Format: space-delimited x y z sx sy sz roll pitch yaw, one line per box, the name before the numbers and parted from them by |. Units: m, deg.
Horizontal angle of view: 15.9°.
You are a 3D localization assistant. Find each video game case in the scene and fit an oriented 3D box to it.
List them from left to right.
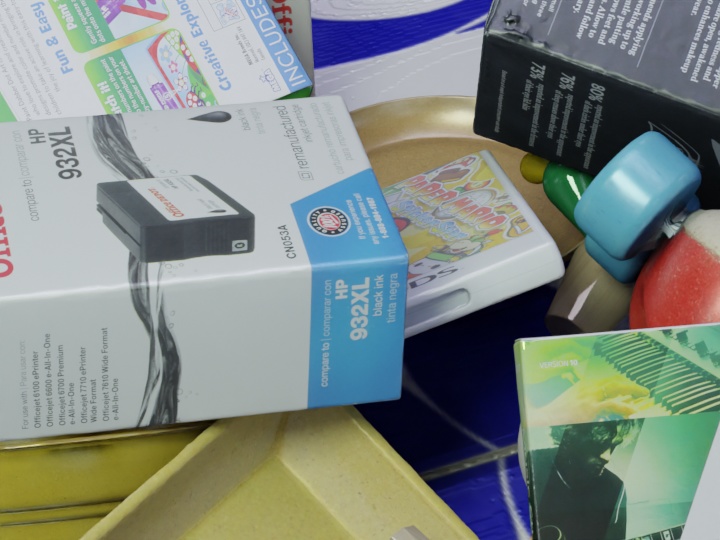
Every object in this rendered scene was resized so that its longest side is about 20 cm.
video game case | 0.000 0.000 1.316 0.182 0.023 0.200 -21 17 -1

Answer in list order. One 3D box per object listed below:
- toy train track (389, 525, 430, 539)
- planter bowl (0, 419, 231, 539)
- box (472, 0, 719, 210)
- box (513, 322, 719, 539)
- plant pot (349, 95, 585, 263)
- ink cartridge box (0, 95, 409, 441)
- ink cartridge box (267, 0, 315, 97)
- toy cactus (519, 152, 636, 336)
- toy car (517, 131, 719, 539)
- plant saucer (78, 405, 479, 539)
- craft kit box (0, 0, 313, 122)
toy train track | -0.026 0.156 1.091 0.115 0.033 0.200 40 42 17
planter bowl | -0.144 0.117 1.226 0.200 0.083 0.200 -6 0 0
box | 0.168 -0.107 1.339 0.200 0.148 0.104 20 74 5
box | 0.149 0.123 1.157 0.144 0.200 0.036 -5 -6 -4
plant pot | 0.048 -0.040 1.514 0.200 0.027 0.200 -2 35 1
ink cartridge box | -0.091 -0.004 1.177 0.200 0.084 0.145 -6 37 -12
ink cartridge box | -0.131 -0.130 1.544 0.200 0.147 0.083 -12 37 -12
toy cactus | 0.153 -0.024 1.429 0.200 0.102 0.165 37 66 3
toy car | 0.144 0.070 1.275 0.184 0.177 0.200 44 90 11
plant saucer | -0.027 0.168 1.149 0.200 0.048 0.200 46 48 4
craft kit box | -0.158 -0.140 1.436 0.197 0.049 0.200 -22 72 -19
